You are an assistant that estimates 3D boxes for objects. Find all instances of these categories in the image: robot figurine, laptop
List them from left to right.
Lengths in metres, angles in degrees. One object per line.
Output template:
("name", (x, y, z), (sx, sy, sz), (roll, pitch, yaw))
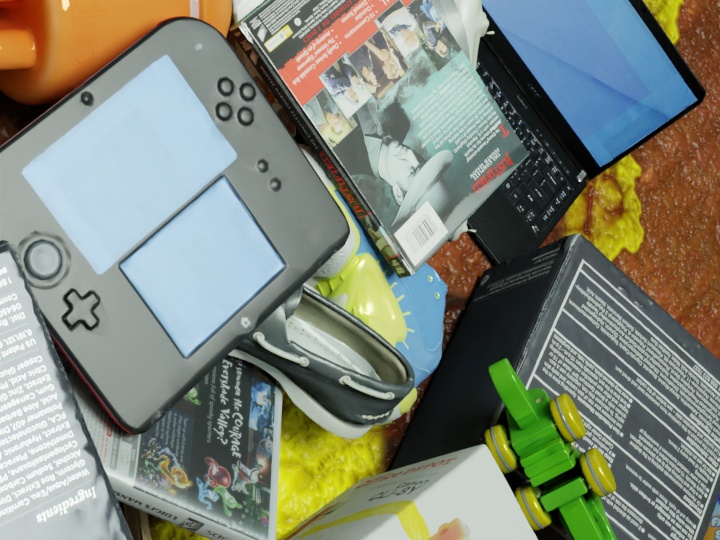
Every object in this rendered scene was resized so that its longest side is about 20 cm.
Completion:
("robot figurine", (-0.163, -0.164, 0.989), (0.198, 0.117, 0.145), (-14, 70, -39))
("laptop", (0.140, -0.130, 1.208), (0.178, 0.103, 0.200), (51, 54, -13))

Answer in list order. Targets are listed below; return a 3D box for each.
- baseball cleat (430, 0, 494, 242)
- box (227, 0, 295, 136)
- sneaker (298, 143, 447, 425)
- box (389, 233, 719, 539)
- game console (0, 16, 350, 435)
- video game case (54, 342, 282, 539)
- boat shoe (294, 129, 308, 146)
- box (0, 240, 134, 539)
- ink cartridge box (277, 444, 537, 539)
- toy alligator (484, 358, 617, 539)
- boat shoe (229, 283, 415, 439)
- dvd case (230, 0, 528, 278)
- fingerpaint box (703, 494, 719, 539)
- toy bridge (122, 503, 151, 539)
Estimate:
("baseball cleat", (0.040, -0.123, 1.147), (0.105, 0.070, 0.203), (4, 83, -10))
("box", (-0.072, -0.185, 1.064), (0.038, 0.041, 0.203), (-3, 87, -16))
("sneaker", (0.000, 0.000, 1.094), (0.105, 0.075, 0.202), (-30, 107, -46))
("box", (0.151, 0.121, 1.132), (0.200, 0.123, 0.200), (40, 58, -18))
("game console", (-0.115, -0.032, 0.926), (0.200, 0.031, 0.178), (-43, 102, -28))
("video game case", (-0.125, 0.058, 0.971), (0.181, 0.023, 0.202), (28, 41, -27))
("boat shoe", (-0.022, -0.119, 1.108), (0.072, 0.067, 0.202), (-24, 92, -38))
("box", (-0.225, 0.114, 0.814), (0.117, 0.196, 0.202), (-24, 92, -37))
("ink cartridge box", (-0.007, 0.199, 0.984), (0.199, 0.145, 0.084), (-30, 94, -38))
("toy alligator", (0.135, 0.143, 1.013), (0.202, 0.059, 0.054), (61, 14, -5))
("boat shoe", (-0.052, 0.028, 1.003), (0.199, 0.060, 0.076), (34, 40, -21))
("dvd case", (0.017, -0.117, 1.063), (0.146, 0.022, 0.201), (-45, 106, -32))
("fingerpaint box", (0.269, 0.194, 1.151), (0.073, 0.199, 0.168), (40, 58, -19))
("toy bridge", (-0.171, 0.118, 0.959), (0.067, 0.027, 0.201), (-41, 103, -37))
